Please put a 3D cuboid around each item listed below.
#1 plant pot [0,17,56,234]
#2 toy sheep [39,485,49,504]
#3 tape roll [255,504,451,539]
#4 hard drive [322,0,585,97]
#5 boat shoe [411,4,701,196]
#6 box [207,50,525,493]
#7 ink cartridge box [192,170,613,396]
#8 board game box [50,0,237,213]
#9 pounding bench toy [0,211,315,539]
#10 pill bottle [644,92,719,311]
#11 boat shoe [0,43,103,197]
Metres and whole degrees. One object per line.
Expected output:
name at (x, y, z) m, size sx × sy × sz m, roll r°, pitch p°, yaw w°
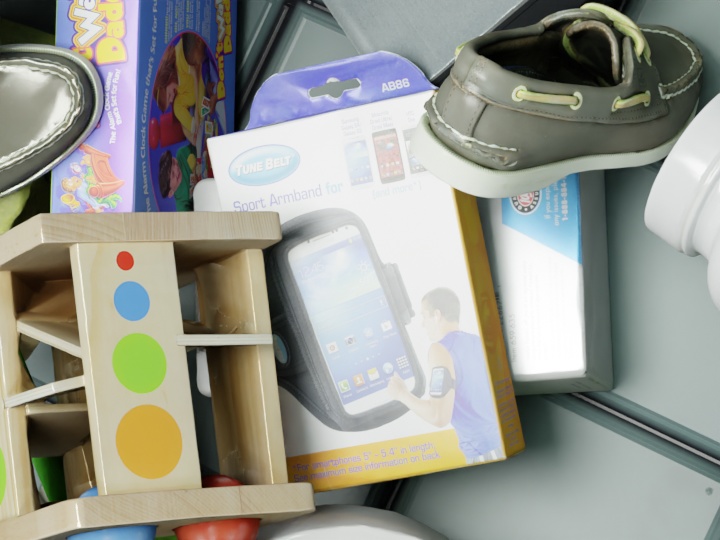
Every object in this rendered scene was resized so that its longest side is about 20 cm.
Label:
plant pot at (-0.239, -0.070, 1.383) m, size 0.183 × 0.200 × 0.202 m, roll 11°, pitch 85°, yaw 8°
toy sheep at (-0.148, 0.162, 1.336) m, size 0.199 × 0.138 × 0.138 m, roll -21°, pitch 74°, yaw -10°
tape roll at (-0.010, 0.215, 1.269) m, size 0.201 × 0.071 × 0.204 m, roll 0°, pitch 94°, yaw -6°
hard drive at (0.035, -0.181, 1.345) m, size 0.139 × 0.033 × 0.200 m, roll -40°, pitch 51°, yaw 10°
boat shoe at (0.104, -0.087, 1.252) m, size 0.072 × 0.201 × 0.061 m, roll 38°, pitch 124°, yaw 25°
box at (0.000, 0.000, 1.275) m, size 0.118 × 0.041 × 0.201 m, roll -11°, pitch 93°, yaw 19°
ink cartridge box at (0.021, 0.005, 1.335) m, size 0.199 × 0.067 × 0.117 m, roll -4°, pitch 81°, yaw 17°
board game box at (-0.106, -0.109, 1.347) m, size 0.045 × 0.134 × 0.201 m, roll 1°, pitch 89°, yaw 18°
pounding bench toy at (-0.128, 0.071, 1.265) m, size 0.200 × 0.124 × 0.157 m, roll -22°, pitch 72°, yaw 56°
pill bottle at (0.236, 0.000, 1.241) m, size 0.200 × 0.113 × 0.113 m, roll 37°, pitch 93°, yaw 20°
boat shoe at (-0.220, -0.058, 1.265) m, size 0.201 × 0.060 × 0.072 m, roll -16°, pitch 92°, yaw 4°
